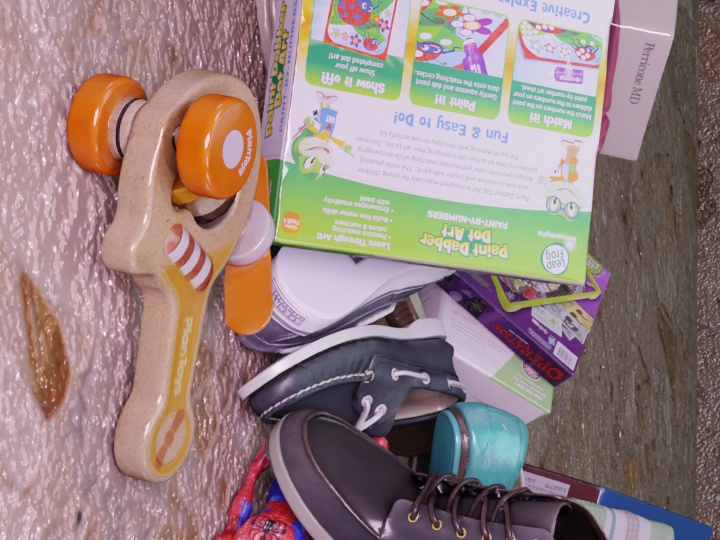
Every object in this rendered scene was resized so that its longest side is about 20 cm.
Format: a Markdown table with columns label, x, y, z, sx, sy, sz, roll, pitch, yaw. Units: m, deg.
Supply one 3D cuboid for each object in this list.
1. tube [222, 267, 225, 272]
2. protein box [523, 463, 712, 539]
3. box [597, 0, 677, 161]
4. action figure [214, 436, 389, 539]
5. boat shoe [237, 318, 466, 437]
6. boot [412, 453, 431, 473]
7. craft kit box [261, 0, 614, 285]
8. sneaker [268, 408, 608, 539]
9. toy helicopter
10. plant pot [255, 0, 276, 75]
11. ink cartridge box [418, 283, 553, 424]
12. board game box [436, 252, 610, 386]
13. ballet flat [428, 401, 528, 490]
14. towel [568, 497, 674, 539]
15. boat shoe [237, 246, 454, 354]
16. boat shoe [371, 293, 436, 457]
| label | x | y | z | sx | sy | sz | roll | pitch | yaw |
| --- | --- | --- | --- | --- | --- | --- | --- | --- | --- |
| tube | -0.061 | -0.042 | 0.874 | 0.200 | 0.050 | 0.078 | -26 | 105 | -64 |
| protein box | 0.133 | 0.251 | 1.110 | 0.198 | 0.134 | 0.202 | 25 | 80 | -52 |
| box | 0.132 | -0.181 | 1.174 | 0.129 | 0.198 | 0.110 | 97 | 7 | -47 |
| action figure | -0.037 | 0.135 | 0.884 | 0.200 | 0.065 | 0.052 | -46 | 152 | -67 |
| boat shoe | 0.004 | 0.071 | 0.930 | 0.199 | 0.075 | 0.061 | -10 | 71 | -53 |
| boot | 0.087 | 0.198 | 1.234 | 0.145 | 0.072 | 0.201 | 71 | 33 | -41 |
| craft kit box | 0.045 | -0.101 | 0.861 | 0.048 | 0.198 | 0.200 | -3 | -101 | 65 |
| sneaker | 0.049 | 0.128 | 0.832 | 0.200 | 0.106 | 0.075 | 42 | 35 | -3 |
| toy helicopter | -0.085 | 0.003 | 0.755 | 0.132 | 0.078 | 0.202 | -2 | 103 | -65 |
| plant pot | 0.052 | -0.176 | 1.004 | 0.200 | 0.182 | 0.203 | -3 | 90 | -71 |
| ink cartridge box | 0.096 | 0.014 | 1.208 | 0.117 | 0.067 | 0.201 | 31 | 49 | -23 |
| board game box | 0.098 | -0.019 | 1.160 | 0.200 | 0.032 | 0.120 | 41 | 50 | -12 |
| ballet flat | 0.068 | 0.175 | 1.001 | 0.068 | 0.070 | 0.202 | -117 | -145 | -56 |
| towel | 0.142 | 0.224 | 0.982 | 0.199 | 0.030 | 0.151 | 20 | 85 | -51 |
| boat shoe | 0.000 | 0.000 | 0.943 | 0.072 | 0.068 | 0.200 | 52 | 41 | 5 |
| boat shoe | 0.020 | 0.035 | 1.064 | 0.076 | 0.071 | 0.202 | -85 | 163 | -57 |
